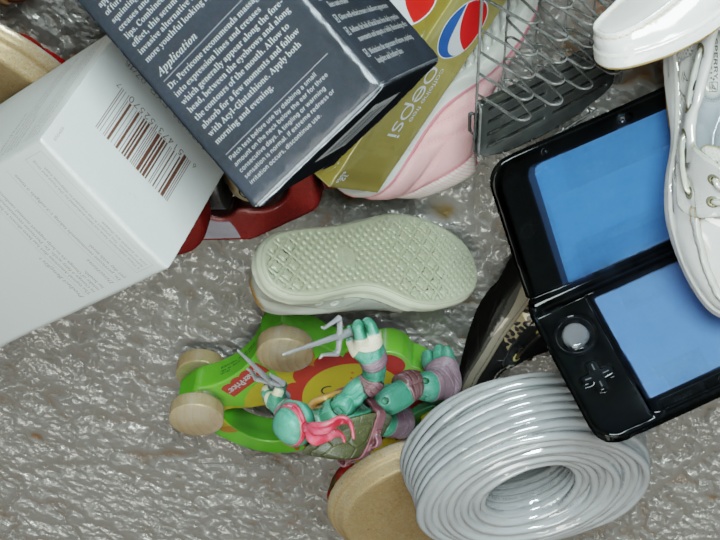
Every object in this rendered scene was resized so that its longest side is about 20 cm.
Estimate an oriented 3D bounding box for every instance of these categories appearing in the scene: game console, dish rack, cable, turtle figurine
[{"bbox_3d":[0.211,-0.013,1.002,0.198,0.177,0.117,-23,149,-3],"label":"game console"},{"bbox_3d":[0.136,-0.159,0.955,0.055,0.152,0.202,43,148,35],"label":"dish rack"},{"bbox_3d":[0.133,0.157,1.189,0.198,0.070,0.200,19,133,-35],"label":"cable"},{"bbox_3d":[-0.016,0.100,1.153,0.149,0.102,0.199,-22,164,39],"label":"turtle figurine"}]

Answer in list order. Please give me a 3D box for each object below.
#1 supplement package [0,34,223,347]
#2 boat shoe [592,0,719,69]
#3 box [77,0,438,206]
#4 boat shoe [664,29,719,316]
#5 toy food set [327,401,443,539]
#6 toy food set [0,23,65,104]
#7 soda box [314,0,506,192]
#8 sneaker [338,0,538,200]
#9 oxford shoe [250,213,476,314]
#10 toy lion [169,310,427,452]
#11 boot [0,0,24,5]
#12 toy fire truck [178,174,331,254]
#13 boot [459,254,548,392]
[{"bbox_3d":[-0.202,-0.050,0.984,0.199,0.118,0.117,-21,122,40],"label":"supplement package"},{"bbox_3d":[0.215,-0.200,0.906,0.199,0.071,0.070,-37,121,-3],"label":"boat shoe"},{"bbox_3d":[-0.068,-0.156,0.874,0.107,0.148,0.200,-41,89,20],"label":"box"},{"bbox_3d":[0.234,-0.067,0.953,0.070,0.069,0.203,-10,93,-6],"label":"boat shoe"},{"bbox_3d":[0.068,0.193,1.326,0.197,0.049,0.199,-34,136,25],"label":"toy food set"},{"bbox_3d":[-0.273,-0.146,1.070,0.198,0.049,0.198,27,158,-15],"label":"toy food set"},{"bbox_3d":[0.027,-0.150,0.970,0.068,0.064,0.201,43,111,25],"label":"soda box"},{"bbox_3d":[0.065,-0.130,1.049,0.201,0.075,0.104,-51,151,17],"label":"sneaker"},{"bbox_3d":[0.000,0.000,1.136,0.198,0.076,0.058,-2,161,-31],"label":"oxford shoe"},{"bbox_3d":[-0.039,0.104,1.295,0.191,0.069,0.199,32,130,-28],"label":"toy lion"},{"bbox_3d":[-0.174,-0.247,0.983,0.152,0.074,0.201,10,137,-4],"label":"boot"},{"bbox_3d":[-0.092,-0.100,1.072,0.165,0.113,0.202,0,134,12],"label":"toy fire truck"},{"bbox_3d":[0.171,0.052,1.192,0.149,0.074,0.201,21,128,-8],"label":"boot"}]
